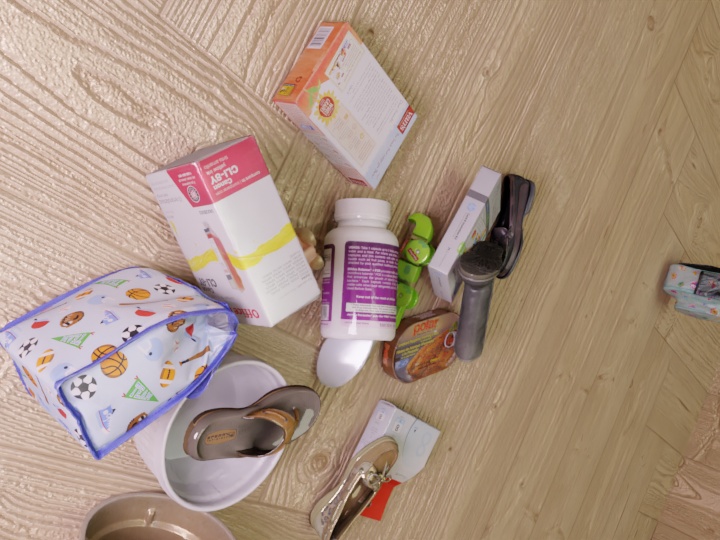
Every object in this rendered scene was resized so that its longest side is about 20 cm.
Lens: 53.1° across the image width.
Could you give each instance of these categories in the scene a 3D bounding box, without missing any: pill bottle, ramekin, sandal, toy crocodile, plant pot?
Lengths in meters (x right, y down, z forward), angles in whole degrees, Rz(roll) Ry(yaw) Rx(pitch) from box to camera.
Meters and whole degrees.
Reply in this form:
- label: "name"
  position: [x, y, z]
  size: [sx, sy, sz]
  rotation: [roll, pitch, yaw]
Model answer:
- label: "pill bottle"
  position: [0.000, 0.000, 1.051]
  size: [0.112, 0.112, 0.202]
  rotation: [7, 84, -47]
- label: "ramekin"
  position: [-0.195, 0.195, 0.932]
  size: [0.199, 0.105, 0.202]
  rotation: [-18, 116, -41]
- label: "sandal"
  position: [-0.122, 0.195, 0.890]
  size: [0.199, 0.054, 0.082]
  rotation: [0, 104, -46]
- label: "toy crocodile"
  position: [0.075, 0.005, 1.187]
  size: [0.201, 0.061, 0.067]
  rotation: [-69, 163, 5]
- label: "plant pot"
  position: [-0.269, 0.411, 0.884]
  size: [0.200, 0.200, 0.185]
  rotation: [9, 108, -48]

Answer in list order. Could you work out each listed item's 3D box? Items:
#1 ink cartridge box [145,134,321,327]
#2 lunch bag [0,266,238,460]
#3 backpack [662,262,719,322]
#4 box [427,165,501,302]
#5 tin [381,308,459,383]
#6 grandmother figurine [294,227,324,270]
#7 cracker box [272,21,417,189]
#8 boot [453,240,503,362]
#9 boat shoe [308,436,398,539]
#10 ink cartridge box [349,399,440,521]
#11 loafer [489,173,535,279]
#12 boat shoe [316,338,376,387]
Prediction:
- label: "ink cartridge box"
  position: [-0.147, -0.041, 0.835]
  size: [0.083, 0.145, 0.201]
  rotation: [-34, 110, -32]
- label: "lunch bag"
  position: [-0.253, 0.081, 0.782]
  size: [0.200, 0.169, 0.125]
  rotation: [-38, 131, -33]
- label: "backpack"
  position: [0.965, 0.059, 2.045]
  size: [0.175, 0.199, 0.154]
  rotation: [16, 98, -55]
- label: "box"
  position: [0.183, -0.060, 1.248]
  size: [0.201, 0.041, 0.156]
  rotation: [-59, 162, -12]
- label: "tin"
  position: [0.113, 0.131, 1.286]
  size: [0.199, 0.042, 0.113]
  rotation: [-11, 115, -44]
- label: "grandmother figurine"
  position: [-0.137, 0.018, 0.969]
  size: [0.200, 0.060, 0.122]
  rotation: [-43, 122, -32]
- label: "cracker box"
  position: [-0.016, -0.227, 1.010]
  size: [0.200, 0.057, 0.134]
  rotation: [43, 73, -44]
- label: "boot"
  position: [0.192, 0.064, 1.237]
  size: [0.182, 0.072, 0.201]
  rotation: [-30, 138, -61]
- label: "boat shoe"
  position: [0.000, 0.366, 1.196]
  size: [0.200, 0.063, 0.073]
  rotation: [-51, 127, -1]
- label: "ink cartridge box"
  position: [0.049, 0.349, 1.286]
  size: [0.160, 0.047, 0.201]
  rotation: [36, 75, -46]
- label: "loafer"
  position: [0.274, -0.086, 1.369]
  size: [0.063, 0.072, 0.201]
  rotation: [21, 82, -28]
- label: "boat shoe"
  position: [0.000, 0.093, 1.134]
  size: [0.201, 0.071, 0.068]
  rotation: [-63, 167, -2]
